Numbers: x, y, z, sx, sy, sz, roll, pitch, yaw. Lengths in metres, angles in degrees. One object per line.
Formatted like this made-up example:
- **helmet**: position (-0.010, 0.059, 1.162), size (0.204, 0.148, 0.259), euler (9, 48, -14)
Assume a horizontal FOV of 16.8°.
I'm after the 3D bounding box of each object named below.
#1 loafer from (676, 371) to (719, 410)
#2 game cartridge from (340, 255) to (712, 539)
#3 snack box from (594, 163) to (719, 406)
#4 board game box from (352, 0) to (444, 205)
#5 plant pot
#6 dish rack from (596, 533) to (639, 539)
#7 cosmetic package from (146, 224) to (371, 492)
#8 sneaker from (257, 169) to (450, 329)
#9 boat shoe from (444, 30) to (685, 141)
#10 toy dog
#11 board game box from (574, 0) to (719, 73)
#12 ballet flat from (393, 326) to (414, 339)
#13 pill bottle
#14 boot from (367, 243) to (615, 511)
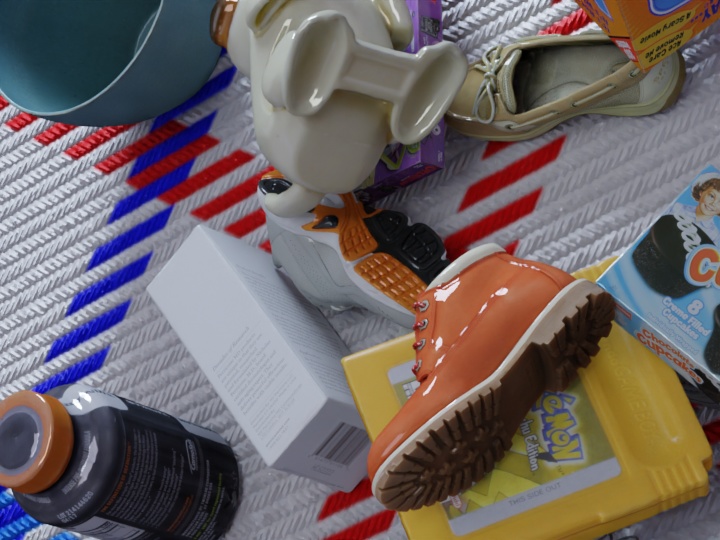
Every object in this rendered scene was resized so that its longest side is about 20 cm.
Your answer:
- **loafer**: position (0.217, 0.054, 1.615), size (0.199, 0.070, 0.070), euler (-1, 73, 37)
- **game cartridge**: position (0.107, 0.096, 1.559), size (0.199, 0.033, 0.177), euler (-21, 58, -2)
- **snack box**: position (0.259, 0.035, 1.543), size (0.200, 0.037, 0.116), euler (39, 72, 20)
- **board game box**: position (0.017, -0.155, 1.847), size (0.120, 0.032, 0.202), euler (-27, 58, 54)
- **plant pot**: position (-0.188, -0.200, 1.971), size (0.199, 0.134, 0.202), euler (-13, 67, 33)
- **dish rack**: position (0.124, 0.166, 1.602), size (0.054, 0.153, 0.201), euler (-36, 52, 47)
- **cosmetic package**: position (-0.064, 0.064, 1.807), size (0.071, 0.101, 0.200), euler (-49, 51, 14)
- **sneaker**: position (0.000, 0.000, 1.800), size (0.200, 0.075, 0.093), euler (40, 143, 41)
- **boat shoe**: position (0.133, -0.138, 1.750), size (0.200, 0.063, 0.074), euler (-1, 74, 38)
- **toy dog**: position (-0.030, -0.154, 1.793), size (0.200, 0.139, 0.195), euler (-121, 41, -51)
- **board game box**: position (0.192, -0.303, 1.638), size (0.199, 0.200, 0.200), euler (-36, 53, -4)
- **ballet flat**: position (0.061, 0.101, 1.723), size (0.072, 0.072, 0.201), euler (-33, 56, 24)
- **pill bottle**: position (-0.188, 0.145, 1.809), size (0.106, 0.200, 0.107), euler (-13, 67, 33)
- **boot**: position (0.058, 0.064, 1.534), size (0.107, 0.075, 0.200), euler (32, 62, 30)
